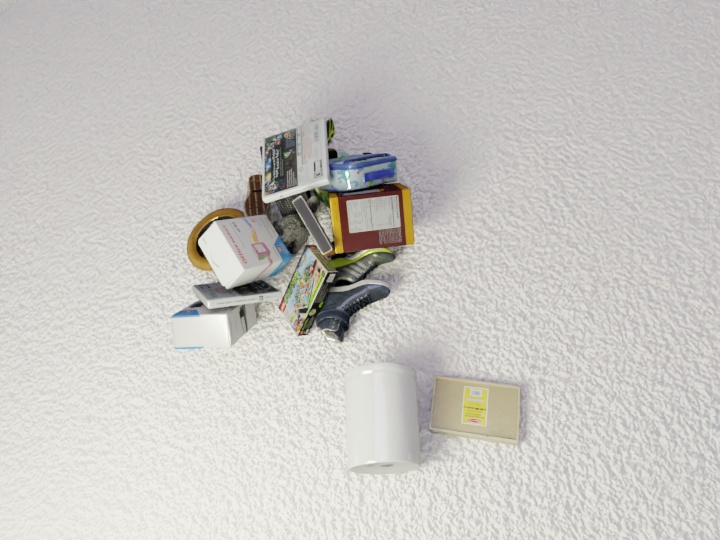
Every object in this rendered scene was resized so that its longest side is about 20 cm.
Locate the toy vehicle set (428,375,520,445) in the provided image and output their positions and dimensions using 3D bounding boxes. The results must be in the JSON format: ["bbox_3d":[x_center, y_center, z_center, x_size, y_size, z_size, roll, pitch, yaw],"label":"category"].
[{"bbox_3d":[0.257,0.312,1.266,0.196,0.027,0.126,5,63,14],"label":"toy vehicle set"}]

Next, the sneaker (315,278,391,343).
[{"bbox_3d":[-0.018,0.104,1.398,0.198,0.077,0.148,-12,48,16],"label":"sneaker"}]

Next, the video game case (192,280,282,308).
[{"bbox_3d":[-0.310,0.054,1.403,0.178,0.024,0.199,-7,11,-26],"label":"video game case"}]

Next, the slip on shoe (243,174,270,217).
[{"bbox_3d":[-0.296,-0.194,1.609,0.074,0.061,0.202,-4,45,-10],"label":"slip on shoe"}]

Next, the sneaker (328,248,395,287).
[{"bbox_3d":[0.000,0.000,1.473,0.196,0.074,0.082,-19,65,9],"label":"sneaker"}]

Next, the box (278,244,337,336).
[{"bbox_3d":[-0.134,0.051,1.403,0.034,0.202,0.110,0,37,-43],"label":"box"}]

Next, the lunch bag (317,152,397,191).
[{"bbox_3d":[-0.006,-0.256,1.465,0.159,0.084,0.198,12,23,44],"label":"lunch bag"}]

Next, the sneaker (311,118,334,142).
[{"bbox_3d":[-0.147,-0.385,1.715,0.075,0.076,0.202,10,53,24],"label":"sneaker"}]

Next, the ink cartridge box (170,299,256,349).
[{"bbox_3d":[-0.355,0.122,1.388,0.141,0.200,0.086,-3,100,8],"label":"ink cartridge box"}]

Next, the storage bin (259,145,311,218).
[{"bbox_3d":[-0.202,-0.250,1.567,0.092,0.201,0.137,-16,59,2],"label":"storage bin"}]

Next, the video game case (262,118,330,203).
[{"bbox_3d":[-0.166,-0.280,1.430,0.178,0.023,0.204,-14,60,15],"label":"video game case"}]

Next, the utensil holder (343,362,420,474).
[{"bbox_3d":[0.048,0.324,1.222,0.166,0.171,0.204,-7,62,7],"label":"utensil holder"}]

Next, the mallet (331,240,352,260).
[{"bbox_3d":[0.010,-0.069,1.526,0.196,0.041,0.067,-17,57,-4],"label":"mallet"}]

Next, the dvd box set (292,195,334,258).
[{"bbox_3d":[-0.110,-0.103,1.396,0.029,0.200,0.148,-30,89,0],"label":"dvd box set"}]

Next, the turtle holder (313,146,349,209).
[{"bbox_3d":[-0.088,-0.262,1.592,0.139,0.132,0.187,23,67,21],"label":"turtle holder"}]

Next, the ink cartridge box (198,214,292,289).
[{"bbox_3d":[-0.286,-0.052,1.416,0.084,0.199,0.146,-39,80,30],"label":"ink cartridge box"}]

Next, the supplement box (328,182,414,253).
[{"bbox_3d":[0.023,-0.139,1.430,0.195,0.197,0.136,-6,104,-3],"label":"supplement box"}]

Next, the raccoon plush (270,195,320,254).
[{"bbox_3d":[-0.206,-0.135,1.564,0.133,0.097,0.201,31,76,28],"label":"raccoon plush"}]

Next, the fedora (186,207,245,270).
[{"bbox_3d":[-0.385,-0.076,1.576,0.196,0.082,0.205,-6,64,12],"label":"fedora"}]
